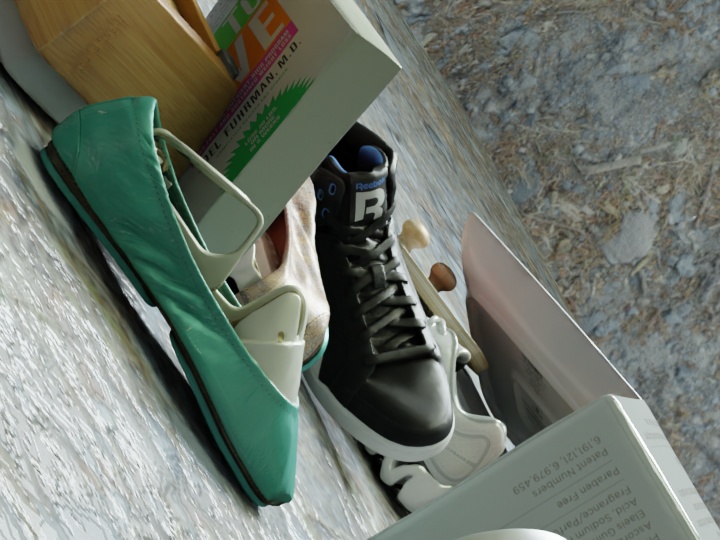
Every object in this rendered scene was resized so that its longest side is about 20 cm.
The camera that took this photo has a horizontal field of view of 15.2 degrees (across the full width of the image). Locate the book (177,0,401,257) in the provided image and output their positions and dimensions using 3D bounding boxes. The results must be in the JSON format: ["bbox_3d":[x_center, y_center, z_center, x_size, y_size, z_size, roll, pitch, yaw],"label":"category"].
[{"bbox_3d":[-0.051,-0.086,1.366,0.048,0.134,0.200,37,9,-22],"label":"book"}]

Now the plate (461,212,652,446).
[{"bbox_3d":[0.123,0.088,1.711,0.200,0.032,0.201,51,-16,35],"label":"plate"}]

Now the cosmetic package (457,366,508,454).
[{"bbox_3d":[0.053,0.089,1.776,0.083,0.050,0.201,51,11,-45],"label":"cosmetic package"}]

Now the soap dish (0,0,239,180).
[{"bbox_3d":[-0.142,-0.157,1.310,0.201,0.081,0.157,64,8,28],"label":"soap dish"}]

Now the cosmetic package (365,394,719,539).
[{"bbox_3d":[0.112,0.187,1.315,0.201,0.166,0.167,59,7,10],"label":"cosmetic package"}]

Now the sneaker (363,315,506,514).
[{"bbox_3d":[0.014,0.042,1.587,0.201,0.081,0.075,59,9,7],"label":"sneaker"}]

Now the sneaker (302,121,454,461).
[{"bbox_3d":[0.000,0.000,1.495,0.201,0.073,0.112,61,-28,26],"label":"sneaker"}]

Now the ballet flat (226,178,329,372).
[{"bbox_3d":[-0.058,-0.023,1.419,0.067,0.068,0.200,46,11,-31],"label":"ballet flat"}]

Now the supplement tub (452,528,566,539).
[{"bbox_3d":[0.066,0.210,0.972,0.145,0.145,0.201,49,12,-56],"label":"supplement tub"}]

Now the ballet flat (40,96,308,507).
[{"bbox_3d":[-0.065,0.009,1.202,0.201,0.070,0.067,59,7,-6],"label":"ballet flat"}]

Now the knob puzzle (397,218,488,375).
[{"bbox_3d":[0.029,-0.012,1.690,0.220,0.030,0.220,51,-2,2],"label":"knob puzzle"}]
